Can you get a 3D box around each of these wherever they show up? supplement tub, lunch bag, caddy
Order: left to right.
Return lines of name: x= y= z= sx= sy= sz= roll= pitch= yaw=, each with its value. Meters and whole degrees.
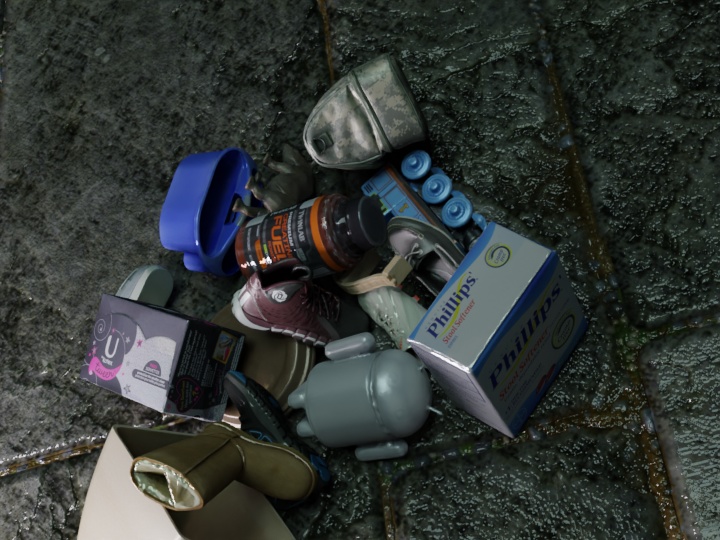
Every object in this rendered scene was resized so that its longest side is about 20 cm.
caddy: x=-0.211 y=-0.087 z=1.759 sx=0.104 sy=0.141 sz=0.201 roll=1 pitch=62 yaw=28
supplement tub: x=-0.066 y=-0.043 z=1.609 sx=0.199 sy=0.107 sz=0.107 roll=-17 pitch=55 yaw=29
lunch bag: x=0.001 y=-0.220 z=1.710 sx=0.167 sy=0.140 sz=0.200 roll=-25 pitch=10 yaw=7

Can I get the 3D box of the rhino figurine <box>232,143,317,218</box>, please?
rhino figurine: x=-0.113 y=-0.131 z=1.751 sx=0.087 sy=0.060 sz=0.200 roll=30 pitch=39 yaw=-2

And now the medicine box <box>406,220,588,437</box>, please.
medicine box: x=0.174 y=0.075 z=1.452 sx=0.103 sy=0.200 sz=0.183 roll=27 pitch=75 yaw=34

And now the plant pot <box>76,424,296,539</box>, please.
plant pot: x=-0.240 y=0.334 z=1.485 sx=0.177 sy=0.200 sz=0.200 roll=-54 pitch=52 yaw=14

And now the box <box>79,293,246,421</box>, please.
box: x=-0.278 y=0.120 z=1.637 sx=0.199 sy=0.114 sz=0.133 roll=14 pitch=87 yaw=43

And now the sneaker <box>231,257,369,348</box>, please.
sneaker: x=-0.063 y=0.040 z=1.576 sx=0.199 sy=0.116 sz=0.076 roll=9 pitch=50 yaw=-23

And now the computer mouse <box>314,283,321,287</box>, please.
computer mouse: x=-0.094 y=-0.021 z=1.716 sx=0.109 sy=0.044 sz=0.201 roll=-18 pitch=51 yaw=35

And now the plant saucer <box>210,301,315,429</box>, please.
plant saucer: x=-0.154 y=0.125 z=1.648 sx=0.199 sy=0.029 sz=0.201 roll=-9 pitch=70 yaw=27

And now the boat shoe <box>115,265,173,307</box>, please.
boat shoe: x=-0.355 y=0.081 z=1.775 sx=0.071 sy=0.070 sz=0.201 roll=10 pitch=65 yaw=50

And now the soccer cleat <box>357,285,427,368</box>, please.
soccer cleat: x=0.064 y=0.078 z=1.579 sx=0.199 sy=0.070 sz=0.078 roll=29 pitch=58 yaw=31

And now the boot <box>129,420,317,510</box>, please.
boot: x=-0.161 y=0.253 z=1.430 sx=0.174 sy=0.200 sz=0.067 roll=19 pitch=100 yaw=14

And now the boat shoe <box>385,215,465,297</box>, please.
boat shoe: x=0.108 y=0.000 z=1.565 sx=0.200 sy=0.067 sz=0.057 roll=38 pitch=36 yaw=10

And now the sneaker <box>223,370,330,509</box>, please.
sneaker: x=-0.129 y=0.221 z=1.553 sx=0.082 sy=0.073 sz=0.200 roll=-41 pitch=73 yaw=9

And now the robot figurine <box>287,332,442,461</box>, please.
robot figurine: x=0.007 y=0.164 z=1.519 sx=0.199 sy=0.171 sz=0.113 roll=-12 pitch=14 yaw=26

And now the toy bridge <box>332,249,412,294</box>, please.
toy bridge: x=0.000 y=0.000 z=1.626 sx=0.067 sy=0.027 sz=0.200 roll=-51 pitch=26 yaw=-10

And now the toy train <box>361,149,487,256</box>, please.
toy train: x=0.092 y=-0.080 z=1.659 sx=0.114 sy=0.087 sz=0.200 roll=-42 pitch=56 yaw=7
